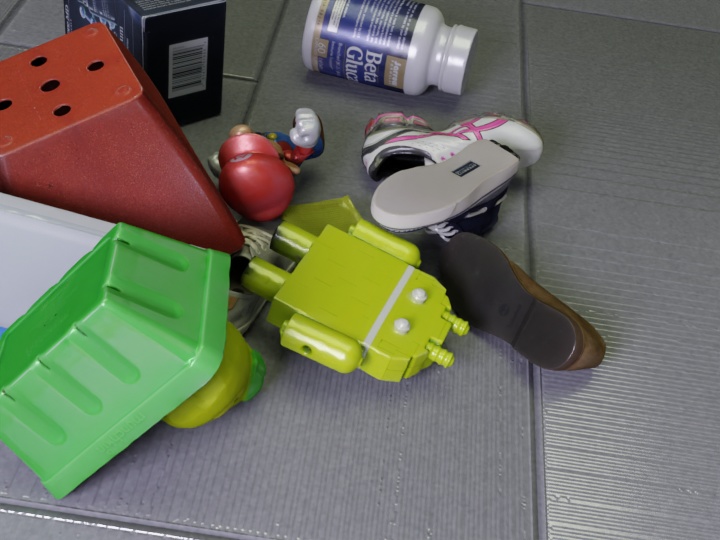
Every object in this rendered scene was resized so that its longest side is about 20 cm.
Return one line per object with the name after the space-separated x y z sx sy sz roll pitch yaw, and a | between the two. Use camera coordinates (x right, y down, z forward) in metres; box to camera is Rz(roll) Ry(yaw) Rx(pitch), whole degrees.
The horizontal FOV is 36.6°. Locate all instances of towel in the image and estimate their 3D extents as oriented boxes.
0.000 0.000 1.045 0.086 0.018 0.200 -9 49 -33 | towel

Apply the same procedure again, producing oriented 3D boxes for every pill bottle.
0.038 -0.278 1.336 0.200 0.111 0.111 15 40 9 | pill bottle

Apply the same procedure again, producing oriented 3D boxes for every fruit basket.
-0.159 0.080 0.848 0.215 0.216 0.156 4 40 -6 | fruit basket

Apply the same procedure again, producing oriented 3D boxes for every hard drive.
-0.239 0.007 0.888 0.200 0.132 0.027 16 42 -18 | hard drive

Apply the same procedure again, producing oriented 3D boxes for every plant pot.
-0.248 -0.099 0.980 0.200 0.176 0.200 -26 47 -10 | plant pot

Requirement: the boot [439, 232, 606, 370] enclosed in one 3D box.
0.151 0.033 1.038 0.075 0.074 0.200 13 23 -44 | boot

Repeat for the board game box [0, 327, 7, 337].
-0.396 -0.002 0.981 0.152 0.045 0.200 -13 44 -24 | board game box

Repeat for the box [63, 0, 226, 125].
-0.252 -0.278 1.256 0.107 0.149 0.200 -21 48 -31 | box

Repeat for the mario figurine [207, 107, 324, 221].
-0.096 -0.125 1.091 0.106 0.124 0.200 26 20 0 | mario figurine

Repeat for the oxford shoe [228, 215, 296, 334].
-0.104 -0.013 1.038 0.075 0.058 0.200 13 38 9 | oxford shoe

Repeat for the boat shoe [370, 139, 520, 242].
0.083 -0.058 1.092 0.200 0.093 0.075 -25 49 -38 | boat shoe

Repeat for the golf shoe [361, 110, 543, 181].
0.101 -0.123 1.199 0.200 0.073 0.092 0 45 5 | golf shoe

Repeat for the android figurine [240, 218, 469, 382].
-0.001 0.026 0.973 0.200 0.041 0.182 27 41 8 | android figurine
